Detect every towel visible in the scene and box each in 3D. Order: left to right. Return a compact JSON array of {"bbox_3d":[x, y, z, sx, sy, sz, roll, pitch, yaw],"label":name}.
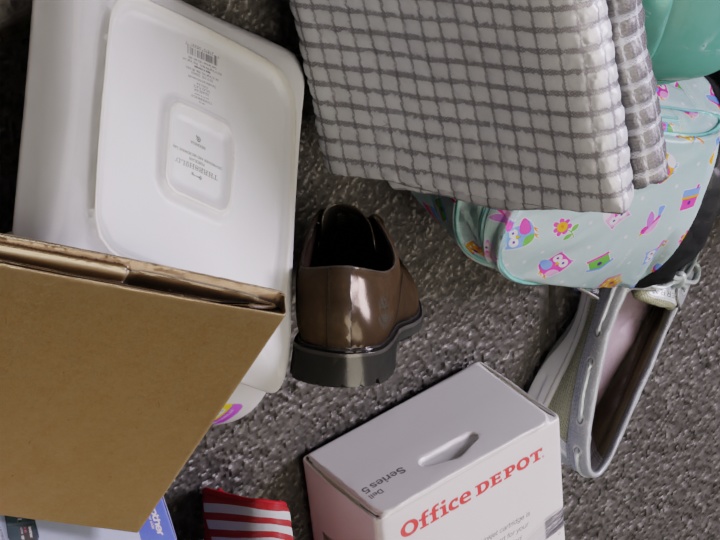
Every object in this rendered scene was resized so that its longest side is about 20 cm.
[{"bbox_3d":[0.063,-0.122,1.483,0.086,0.199,0.167,-41,128,-43],"label":"towel"}]

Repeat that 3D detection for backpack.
[{"bbox_3d":[0.128,-0.064,1.636,0.199,0.127,0.168,4,115,-39],"label":"backpack"}]

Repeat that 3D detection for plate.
[{"bbox_3d":[-0.094,-0.056,1.431,0.199,0.032,0.201,23,61,-44],"label":"plate"}]

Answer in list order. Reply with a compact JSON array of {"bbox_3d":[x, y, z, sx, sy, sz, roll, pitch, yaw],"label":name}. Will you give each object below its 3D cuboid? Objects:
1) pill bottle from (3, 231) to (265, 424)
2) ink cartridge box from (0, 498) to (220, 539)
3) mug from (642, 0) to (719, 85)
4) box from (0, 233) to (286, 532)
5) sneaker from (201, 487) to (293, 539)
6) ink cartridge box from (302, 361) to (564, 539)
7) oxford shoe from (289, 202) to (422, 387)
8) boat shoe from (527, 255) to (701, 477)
[{"bbox_3d":[-0.146,0.031,1.468,0.199,0.104,0.105,3,113,-42],"label":"pill bottle"},{"bbox_3d":[-0.188,0.166,1.518,0.199,0.042,0.119,1,150,-40],"label":"ink cartridge box"},{"bbox_3d":[0.151,-0.172,1.566,0.185,0.152,0.115,-20,134,-48],"label":"mug"},{"bbox_3d":[-0.150,0.062,1.385,0.162,0.021,0.200,10,137,-25],"label":"box"},{"bbox_3d":[-0.076,0.203,1.656,0.078,0.116,0.200,14,143,-20],"label":"sneaker"},{"bbox_3d":[0.052,0.180,1.746,0.145,0.084,0.201,-27,131,-27],"label":"ink cartridge box"},{"bbox_3d":[0.000,0.000,1.539,0.072,0.200,0.085,2,103,1],"label":"oxford shoe"},{"bbox_3d":[0.175,0.035,1.781,0.074,0.065,0.203,23,98,-46],"label":"boat shoe"}]
